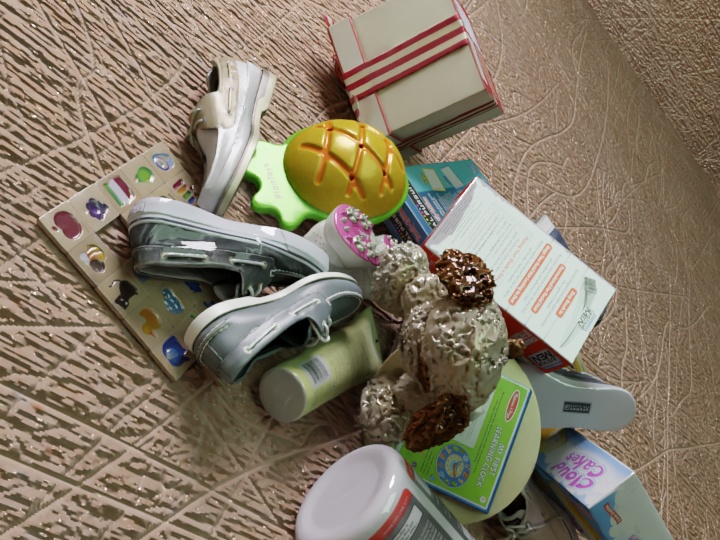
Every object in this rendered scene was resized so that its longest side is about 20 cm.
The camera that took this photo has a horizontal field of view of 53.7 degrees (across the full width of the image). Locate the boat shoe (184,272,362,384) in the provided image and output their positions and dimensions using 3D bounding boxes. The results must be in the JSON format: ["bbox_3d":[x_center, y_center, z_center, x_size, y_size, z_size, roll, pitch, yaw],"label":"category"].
[{"bbox_3d":[-0.061,0.053,0.641,0.200,0.073,0.062,-13,51,-48],"label":"boat shoe"}]

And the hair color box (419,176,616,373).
[{"bbox_3d":[0.166,0.006,0.784,0.200,0.064,0.111,39,67,1],"label":"hair color box"}]

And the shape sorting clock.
[{"bbox_3d":[0.098,0.164,0.752,0.199,0.039,0.201,2,77,-10],"label":"shape sorting clock"}]

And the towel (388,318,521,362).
[{"bbox_3d":[0.129,0.119,0.848,0.200,0.032,0.191,35,43,-11],"label":"towel"}]

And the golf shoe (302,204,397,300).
[{"bbox_3d":[0.000,0.000,0.778,0.200,0.091,0.075,39,31,-48],"label":"golf shoe"}]

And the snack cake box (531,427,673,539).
[{"bbox_3d":[0.263,0.255,0.845,0.115,0.067,0.200,58,-8,-16],"label":"snack cake box"}]

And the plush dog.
[{"bbox_3d":[0.084,0.073,0.642,0.172,0.160,0.201,88,9,-87],"label":"plush dog"}]

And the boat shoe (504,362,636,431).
[{"bbox_3d":[0.221,0.142,0.835,0.199,0.068,0.072,8,99,-14],"label":"boat shoe"}]

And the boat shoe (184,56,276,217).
[{"bbox_3d":[-0.137,-0.135,0.701,0.068,0.075,0.200,23,46,-19],"label":"boat shoe"}]

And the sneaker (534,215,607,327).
[{"bbox_3d":[0.217,0.039,0.870,0.202,0.077,0.146,-40,88,-30],"label":"sneaker"}]

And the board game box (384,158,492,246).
[{"bbox_3d":[0.118,-0.070,0.937,0.200,0.047,0.151,-14,66,-46],"label":"board game box"}]

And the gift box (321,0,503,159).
[{"bbox_3d":[0.060,-0.262,0.930,0.200,0.186,0.185,8,62,-68],"label":"gift box"}]

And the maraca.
[{"bbox_3d":[-0.036,-0.103,0.781,0.200,0.107,0.137,-12,64,-30],"label":"maraca"}]

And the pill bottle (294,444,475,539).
[{"bbox_3d":[0.045,0.261,0.627,0.200,0.116,0.116,51,36,-17],"label":"pill bottle"}]

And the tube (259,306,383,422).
[{"bbox_3d":[-0.025,0.095,0.711,0.052,0.058,0.200,33,23,18],"label":"tube"}]

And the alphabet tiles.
[{"bbox_3d":[-0.160,-0.002,0.630,0.200,0.008,0.167,54,35,-14],"label":"alphabet tiles"}]

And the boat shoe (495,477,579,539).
[{"bbox_3d":[0.183,0.283,0.832,0.202,0.075,0.086,59,34,-1],"label":"boat shoe"}]

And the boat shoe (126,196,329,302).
[{"bbox_3d":[-0.115,-0.003,0.636,0.200,0.072,0.071,14,65,-36],"label":"boat shoe"}]

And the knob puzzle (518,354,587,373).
[{"bbox_3d":[0.216,0.053,0.938,0.219,0.030,0.220,28,32,-20],"label":"knob puzzle"}]
